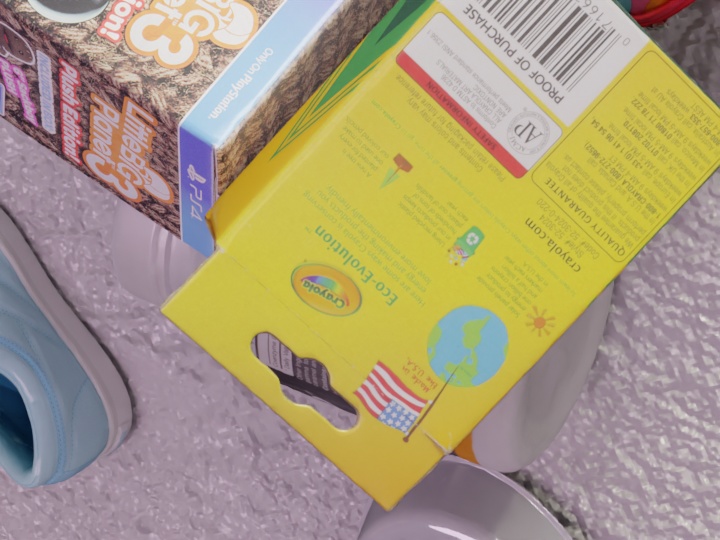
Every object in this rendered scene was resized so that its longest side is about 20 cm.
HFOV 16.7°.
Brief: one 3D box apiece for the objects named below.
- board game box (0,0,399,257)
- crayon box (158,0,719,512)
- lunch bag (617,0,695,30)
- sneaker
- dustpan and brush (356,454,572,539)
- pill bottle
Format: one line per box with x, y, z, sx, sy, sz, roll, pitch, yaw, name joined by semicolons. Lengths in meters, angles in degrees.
-0.089;-0.133;1.004;0.199;0.160;0.097;33;157;13;board game box
0.031;-0.025;0.928;0.127;0.051;0.200;43;94;-16;crayon box
0.134;-0.190;0.915;0.176;0.082;0.200;49;129;-3;lunch bag
-0.199;0.022;1.202;0.200;0.082;0.074;46;126;5;sneaker
0.034;0.115;1.134;0.139;0.057;0.201;-18;109;34;dustpan and brush
0.000;0.000;1.055;0.199;0.116;0.117;21;121;21;pill bottle
